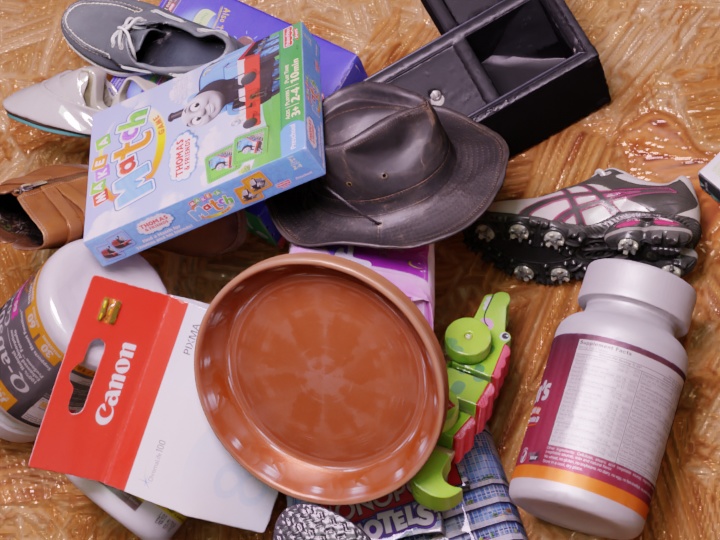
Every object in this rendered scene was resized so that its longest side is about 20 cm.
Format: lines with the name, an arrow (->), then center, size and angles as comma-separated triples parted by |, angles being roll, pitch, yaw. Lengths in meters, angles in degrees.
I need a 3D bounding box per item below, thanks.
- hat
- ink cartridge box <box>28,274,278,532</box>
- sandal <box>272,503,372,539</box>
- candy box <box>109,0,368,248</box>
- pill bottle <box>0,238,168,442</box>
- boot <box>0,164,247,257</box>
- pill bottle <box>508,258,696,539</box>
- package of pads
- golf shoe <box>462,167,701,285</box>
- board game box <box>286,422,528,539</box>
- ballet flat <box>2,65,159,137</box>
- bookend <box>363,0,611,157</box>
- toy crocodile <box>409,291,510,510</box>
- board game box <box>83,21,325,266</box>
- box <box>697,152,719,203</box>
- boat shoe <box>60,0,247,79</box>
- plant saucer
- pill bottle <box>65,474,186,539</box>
hat -> 0.014, -0.101, 1.506 | 0.200, 0.081, 0.201 | -9, 38, 7
ink cartridge box -> -0.138, 0.105, 1.493 | 0.047, 0.199, 0.161 | 25, 97, 57
sandal -> 0.015, 0.253, 1.469 | 0.200, 0.045, 0.075 | 34, 87, 7
candy box -> -0.114, -0.142, 1.692 | 0.199, 0.077, 0.170 | 27, 80, 24
pill bottle -> -0.246, 0.064, 1.579 | 0.200, 0.116, 0.117 | -39, 55, 48
boot -> -0.209, -0.047, 1.591 | 0.199, 0.155, 0.077 | 21, 109, 27
pill bottle -> 0.194, 0.100, 1.505 | 0.109, 0.110, 0.201 | 13, 74, 19
package of pads -> 0.000, 0.000, 1.543 | 0.120, 0.076, 0.200 | 9, 27, -2
golf shoe -> 0.183, -0.039, 1.591 | 0.199, 0.077, 0.088 | 4, 51, 13
board game box -> 0.019, 0.192, 1.542 | 0.199, 0.062, 0.201 | -22, 67, 6
ballet flat -> -0.211, -0.140, 1.637 | 0.199, 0.069, 0.070 | 18, 75, 18
bookend -> 0.079, -0.192, 1.652 | 0.198, 0.092, 0.201 | -29, 65, 3
toy crocodile -> 0.082, 0.099, 1.514 | 0.061, 0.068, 0.200 | 18, 50, 14
board game box -> -0.124, -0.100, 1.516 | 0.199, 0.037, 0.152 | -23, 43, 18
box -> 0.395, -0.063, 1.555 | 0.144, 0.036, 0.200 | -44, 65, -4
boat shoe -> -0.180, -0.201, 1.657 | 0.199, 0.062, 0.073 | 22, 77, 23
plant saucer -> -0.028, 0.080, 1.444 | 0.199, 0.032, 0.201 | 7, 112, 18
pill bottle -> -0.145, 0.119, 1.585 | 0.109, 0.109, 0.200 | 36, 82, 23
